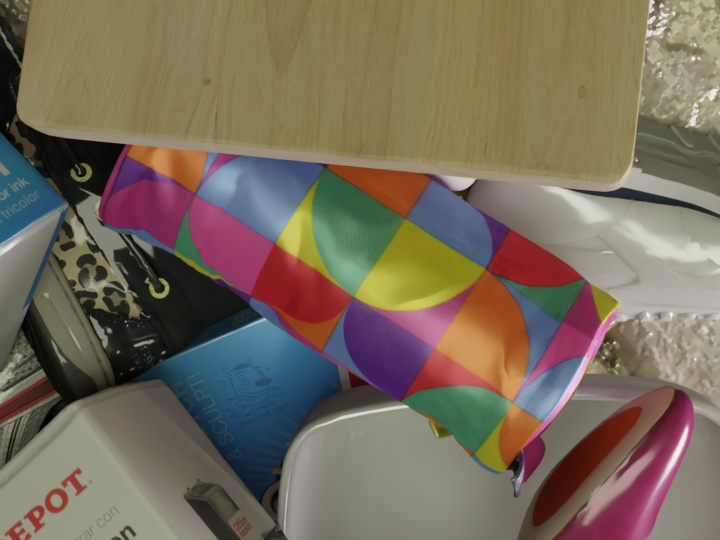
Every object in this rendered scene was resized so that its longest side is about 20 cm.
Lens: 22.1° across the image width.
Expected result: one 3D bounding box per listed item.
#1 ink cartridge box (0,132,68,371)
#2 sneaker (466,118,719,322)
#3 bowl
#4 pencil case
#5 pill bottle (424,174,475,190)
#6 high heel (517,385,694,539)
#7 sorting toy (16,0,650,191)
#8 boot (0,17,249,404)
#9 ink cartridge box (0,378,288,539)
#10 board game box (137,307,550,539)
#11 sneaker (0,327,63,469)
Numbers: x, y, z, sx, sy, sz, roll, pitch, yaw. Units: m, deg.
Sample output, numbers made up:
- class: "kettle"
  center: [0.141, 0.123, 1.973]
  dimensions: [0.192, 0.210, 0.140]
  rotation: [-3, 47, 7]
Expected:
- class: "ink cartridge box"
  center: [-0.218, -0.041, 0.701]
  dimensions: [0.200, 0.085, 0.145]
  rotation: [45, 145, 6]
- class: "sneaker"
  center: [0.144, -0.012, 0.806]
  dimensions: [0.200, 0.076, 0.081]
  rotation: [19, 118, -3]
- class: "bowl"
  center: [0.064, 0.132, 0.798]
  dimensions: [0.199, 0.075, 0.200]
  rotation: [-1, 109, -1]
- class: "pencil case"
  center: [0.000, 0.000, 0.699]
  dimensions: [0.200, 0.088, 0.088]
  rotation: [35, 104, 3]
- class: "pill bottle"
  center: [0.045, -0.142, 0.713]
  dimensions: [0.113, 0.113, 0.200]
  rotation: [33, 88, -12]
- class: "high heel"
  center: [0.096, 0.138, 0.728]
  dimensions: [0.096, 0.067, 0.200]
  rotation: [32, 119, -2]
- class: "sorting toy"
  center: [0.002, -0.131, 0.625]
  dimensions: [0.198, 0.070, 0.200]
  rotation: [6, 83, 9]
- class: "boot"
  center: [-0.094, -0.061, 0.777]
  dimensions: [0.153, 0.073, 0.204]
  rotation: [-22, 86, -15]
- class: "ink cartridge box"
  center: [-0.084, 0.164, 0.728]
  dimensions: [0.146, 0.085, 0.200]
  rotation: [-42, 79, 16]
- class: "board game box"
  center: [0.008, 0.095, 0.844]
  dimensions: [0.153, 0.040, 0.200]
  rotation: [-24, 108, 5]
- class: "sneaker"
  center: [-0.176, 0.096, 0.819]
  dimensions: [0.082, 0.078, 0.200]
  rotation: [28, 105, -12]
